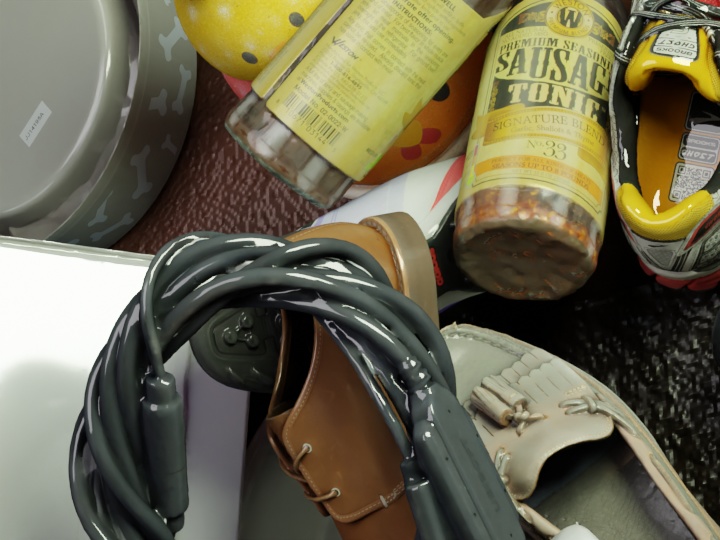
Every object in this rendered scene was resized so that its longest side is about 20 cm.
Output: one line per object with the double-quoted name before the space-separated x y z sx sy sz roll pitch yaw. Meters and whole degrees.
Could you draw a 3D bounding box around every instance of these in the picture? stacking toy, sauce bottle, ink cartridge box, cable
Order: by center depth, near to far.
"cable" -0.032 0.080 1.111 0.163 0.051 0.201 -27 95 19
"sauce bottle" 0.029 -0.117 1.215 0.200 0.065 0.065 -47 52 7
"sauce bottle" 0.082 -0.084 1.230 0.066 0.066 0.201 -19 47 36
"stacking toy" -0.037 -0.122 1.282 0.146 0.200 0.147 -14 68 38
"ink cartridge box" -0.147 0.078 1.308 0.200 0.145 0.148 151 125 -67

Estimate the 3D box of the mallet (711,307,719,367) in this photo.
"mallet" 0.148 0.103 1.173 0.066 0.041 0.201 28 101 41

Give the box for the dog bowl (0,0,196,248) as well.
"dog bowl" -0.166 -0.092 1.482 0.199 0.059 0.201 -12 71 39

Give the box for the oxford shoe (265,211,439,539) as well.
"oxford shoe" -0.003 0.080 1.154 0.071 0.071 0.201 -21 77 63

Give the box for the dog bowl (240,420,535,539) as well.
"dog bowl" 0.020 0.123 1.257 0.199 0.059 0.201 -12 70 37

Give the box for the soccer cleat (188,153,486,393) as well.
"soccer cleat" 0.000 0.000 1.238 0.073 0.199 0.069 3 114 55

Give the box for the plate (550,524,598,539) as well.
"plate" 0.088 0.233 1.121 0.200 0.032 0.200 50 129 19

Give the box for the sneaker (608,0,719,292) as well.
"sneaker" 0.145 -0.096 1.189 0.077 0.082 0.201 2 80 19

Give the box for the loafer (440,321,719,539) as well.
"loafer" 0.094 0.086 1.141 0.072 0.063 0.200 -43 67 -6
